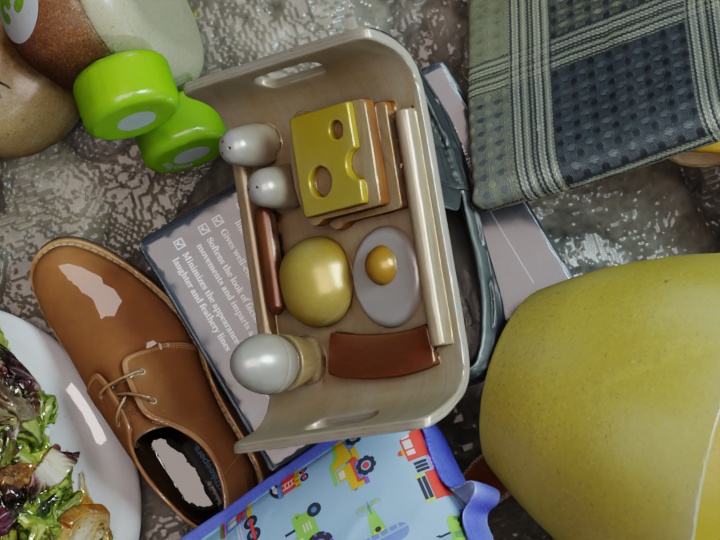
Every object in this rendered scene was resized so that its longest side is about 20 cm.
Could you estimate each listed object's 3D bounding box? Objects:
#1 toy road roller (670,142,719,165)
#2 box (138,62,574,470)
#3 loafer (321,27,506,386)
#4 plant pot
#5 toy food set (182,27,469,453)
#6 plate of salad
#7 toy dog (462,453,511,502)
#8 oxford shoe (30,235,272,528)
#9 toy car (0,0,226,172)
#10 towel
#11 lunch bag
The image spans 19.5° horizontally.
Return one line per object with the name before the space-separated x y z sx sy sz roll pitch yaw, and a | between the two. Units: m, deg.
toy road roller | 0.248 -0.052 1.177 0.200 0.123 0.146 7 99 4
box | 0.000 0.000 1.192 0.200 0.107 0.149 -31 86 0
loafer | 0.030 -0.036 1.104 0.068 0.070 0.201 -19 86 0
plant pot | 0.146 0.074 1.087 0.142 0.200 0.200 16 87 27
toy food set | -0.027 -0.012 1.071 0.143 0.060 0.200 -13 85 44
plate of salad | -0.198 0.106 1.162 0.048 0.200 0.200 -32 85 41
toy dog | 0.075 0.168 1.150 0.200 0.096 0.132 6 57 9
oxford shoe | -0.125 0.065 1.200 0.071 0.071 0.200 -39 88 17
toy car | -0.200 -0.119 1.194 0.200 0.158 0.165 -23 74 12
towel | 0.147 -0.127 1.123 0.192 0.035 0.200 -19 45 23
lunch bag | -0.006 0.170 1.106 0.200 0.094 0.151 -43 46 22
